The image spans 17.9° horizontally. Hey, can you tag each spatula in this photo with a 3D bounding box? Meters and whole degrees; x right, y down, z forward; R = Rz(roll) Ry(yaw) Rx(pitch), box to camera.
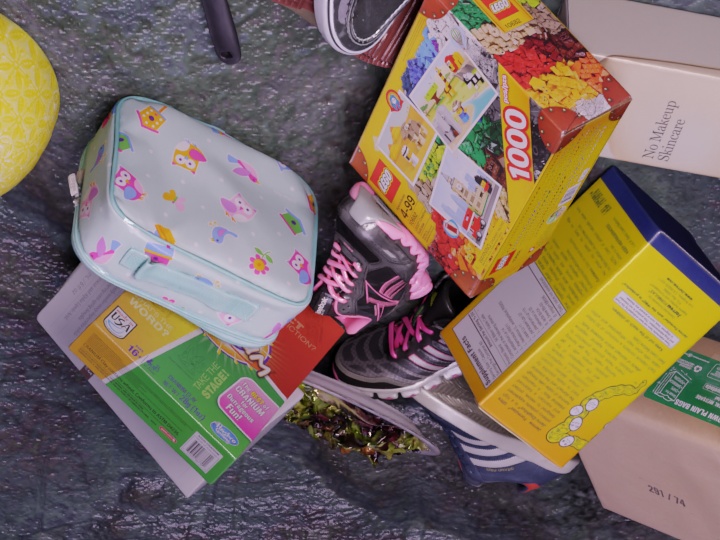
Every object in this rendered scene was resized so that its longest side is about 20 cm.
[{"bbox_3d":[-0.116,-0.224,1.653,0.056,0.021,0.200,0,140,16],"label":"spatula"}]

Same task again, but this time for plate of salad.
[{"bbox_3d":[-0.027,0.126,1.949,0.200,0.048,0.200,22,169,4],"label":"plate of salad"}]

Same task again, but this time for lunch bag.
[{"bbox_3d":[-0.131,-0.035,1.760,0.200,0.161,0.077,26,133,-24],"label":"lunch bag"}]

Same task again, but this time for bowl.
[{"bbox_3d":[-0.334,-0.105,1.735,0.199,0.108,0.200,2,138,2],"label":"bowl"}]

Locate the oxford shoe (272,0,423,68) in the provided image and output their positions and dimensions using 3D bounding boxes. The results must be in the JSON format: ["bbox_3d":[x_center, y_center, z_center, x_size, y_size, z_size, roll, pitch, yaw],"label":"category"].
[{"bbox_3d":[-0.022,-0.208,1.647,0.200,0.075,0.071,29,95,-42],"label":"oxford shoe"}]

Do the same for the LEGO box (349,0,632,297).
[{"bbox_3d":[0.091,-0.103,1.667,0.077,0.149,0.200,-29,158,-35],"label":"LEGO box"}]

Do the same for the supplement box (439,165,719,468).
[{"bbox_3d":[0.179,0.038,1.810,0.200,0.109,0.109,-44,123,12],"label":"supplement box"}]

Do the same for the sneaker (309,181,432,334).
[{"bbox_3d":[0.000,0.000,1.791,0.095,0.079,0.200,-37,160,-5],"label":"sneaker"}]

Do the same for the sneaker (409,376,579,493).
[{"bbox_3d":[0.098,0.144,2.007,0.200,0.075,0.084,31,127,-28],"label":"sneaker"}]

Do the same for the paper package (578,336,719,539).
[{"bbox_3d":[0.281,0.144,1.911,0.200,0.104,0.191,21,151,39],"label":"paper package"}]

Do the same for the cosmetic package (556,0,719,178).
[{"bbox_3d":[0.236,-0.134,1.696,0.199,0.073,0.104,8,137,-7],"label":"cosmetic package"}]

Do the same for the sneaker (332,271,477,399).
[{"bbox_3d":[0.065,0.045,1.906,0.199,0.074,0.088,-13,132,15],"label":"sneaker"}]

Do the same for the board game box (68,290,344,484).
[{"bbox_3d":[-0.117,0.054,1.794,0.153,0.200,0.040,44,128,-3],"label":"board game box"}]

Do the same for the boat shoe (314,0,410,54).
[{"bbox_3d":[0.032,-0.227,1.564,0.073,0.068,0.200,9,120,-38],"label":"boat shoe"}]

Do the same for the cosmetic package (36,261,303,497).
[{"bbox_3d":[-0.156,0.071,1.867,0.200,0.081,0.113,49,130,7],"label":"cosmetic package"}]
